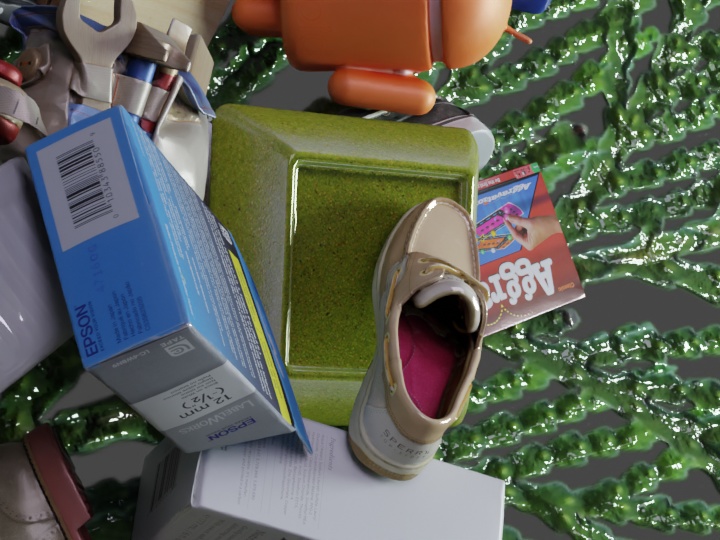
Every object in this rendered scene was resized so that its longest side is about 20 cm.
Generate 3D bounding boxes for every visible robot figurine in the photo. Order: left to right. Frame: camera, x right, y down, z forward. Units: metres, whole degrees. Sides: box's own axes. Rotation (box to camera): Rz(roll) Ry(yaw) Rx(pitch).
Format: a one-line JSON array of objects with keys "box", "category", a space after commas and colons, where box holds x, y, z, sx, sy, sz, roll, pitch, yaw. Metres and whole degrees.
[{"box": [0.015, -0.189, 1.470, 0.200, 0.117, 0.144, -1, 51, 5], "category": "robot figurine"}]

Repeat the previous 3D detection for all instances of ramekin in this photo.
[{"box": [-0.238, 0.034, 1.200, 0.098, 0.200, 0.200, 53, 51, -6], "category": "ramekin"}]

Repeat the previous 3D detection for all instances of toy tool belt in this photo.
[{"box": [-0.157, -0.110, 1.265, 0.200, 0.125, 0.123, 30, 72, -54], "category": "toy tool belt"}]

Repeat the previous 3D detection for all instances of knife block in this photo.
[{"box": [-0.174, -0.170, 1.366, 0.200, 0.064, 0.176, 24, 12, -18], "category": "knife block"}]

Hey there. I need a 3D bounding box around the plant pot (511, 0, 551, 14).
[{"box": [0.072, -0.328, 1.554, 0.180, 0.200, 0.200, 11, 42, -18], "category": "plant pot"}]

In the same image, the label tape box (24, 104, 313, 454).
[{"box": [-0.102, 0.020, 1.209, 0.066, 0.200, 0.143, -23, 61, 6], "category": "label tape box"}]

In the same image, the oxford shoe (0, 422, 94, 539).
[{"box": [-0.172, 0.192, 1.245, 0.075, 0.070, 0.200, -22, 79, -6], "category": "oxford shoe"}]

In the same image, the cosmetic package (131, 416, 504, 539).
[{"box": [-0.025, 0.152, 1.310, 0.200, 0.113, 0.081, 19, 56, -18], "category": "cosmetic package"}]

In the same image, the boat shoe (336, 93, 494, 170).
[{"box": [-0.001, -0.072, 1.477, 0.200, 0.071, 0.064, -18, 52, -39], "category": "boat shoe"}]

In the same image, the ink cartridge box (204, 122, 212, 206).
[{"box": [-0.124, -0.026, 1.403, 0.200, 0.057, 0.163, 30, 50, -39], "category": "ink cartridge box"}]

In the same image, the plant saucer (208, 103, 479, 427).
[{"box": [0.000, 0.000, 1.388, 0.200, 0.048, 0.200, 3, 88, -32], "category": "plant saucer"}]

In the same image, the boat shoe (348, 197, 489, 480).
[{"box": [0.047, 0.030, 1.311, 0.074, 0.069, 0.200, 24, 51, -17], "category": "boat shoe"}]

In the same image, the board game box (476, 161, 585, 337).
[{"box": [0.061, -0.001, 1.486, 0.200, 0.019, 0.103, -20, 91, -36], "category": "board game box"}]
